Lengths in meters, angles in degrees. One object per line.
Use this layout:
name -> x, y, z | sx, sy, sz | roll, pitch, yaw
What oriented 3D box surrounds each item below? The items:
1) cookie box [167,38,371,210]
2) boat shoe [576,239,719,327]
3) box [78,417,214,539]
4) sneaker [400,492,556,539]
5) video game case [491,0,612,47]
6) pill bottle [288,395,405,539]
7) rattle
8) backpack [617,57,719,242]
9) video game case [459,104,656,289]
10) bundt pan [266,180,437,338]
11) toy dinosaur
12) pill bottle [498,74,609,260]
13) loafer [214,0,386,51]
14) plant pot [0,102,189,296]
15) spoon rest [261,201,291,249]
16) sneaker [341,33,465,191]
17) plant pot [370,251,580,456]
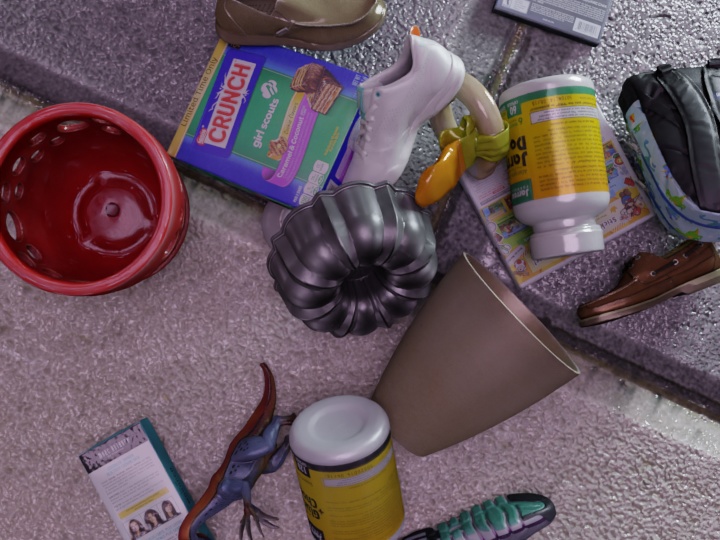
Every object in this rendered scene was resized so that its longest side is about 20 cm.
cookie box -> -0.098, -0.169, 0.960 | 0.200, 0.075, 0.172 | 22, 86, 18
boat shoe -> 0.348, 0.012, 1.007 | 0.199, 0.072, 0.068 | -19, 84, -13
box -> -0.245, 0.282, 0.968 | 0.082, 0.049, 0.200 | -29, 89, -5
sneaker -> 0.146, 0.336, 0.982 | 0.200, 0.074, 0.088 | -22, 98, 7
video game case -> 0.265, -0.401, 1.045 | 0.142, 0.019, 0.201 | 18, 85, -2
pill bottle -> -0.010, 0.250, 0.923 | 0.112, 0.112, 0.201 | -12, 116, -3
rattle -> 0.069, -0.180, 0.959 | 0.143, 0.130, 0.200 | -36, 79, -2
backpack -> 0.407, -0.133, 0.975 | 0.163, 0.154, 0.200 | -10, 52, -7
video game case -> 0.241, -0.103, 1.027 | 0.200, 0.023, 0.182 | -28, 89, -5
bundt pan -> 0.000, 0.000, 0.921 | 0.201, 0.202, 0.076 | -20, 46, -4
toy dinosaur -> -0.141, 0.243, 0.955 | 0.181, 0.105, 0.200 | -27, 54, -12
pill bottle -> 0.229, -0.116, 0.959 | 0.112, 0.113, 0.201 | -7, 88, -3
loafer -> -0.071, -0.293, 0.918 | 0.199, 0.067, 0.076 | -4, 60, 4
plant pot -> -0.294, -0.069, 0.918 | 0.200, 0.183, 0.201 | 0, 87, -3
spoon rest -> -0.032, -0.087, 1.003 | 0.200, 0.061, 0.099 | -35, 88, 9
sneaker -> 0.022, -0.165, 0.894 | 0.088, 0.075, 0.200 | 23, 110, -36
plant pot -> 0.114, 0.115, 0.944 | 0.187, 0.187, 0.200 | 45, 101, 0
